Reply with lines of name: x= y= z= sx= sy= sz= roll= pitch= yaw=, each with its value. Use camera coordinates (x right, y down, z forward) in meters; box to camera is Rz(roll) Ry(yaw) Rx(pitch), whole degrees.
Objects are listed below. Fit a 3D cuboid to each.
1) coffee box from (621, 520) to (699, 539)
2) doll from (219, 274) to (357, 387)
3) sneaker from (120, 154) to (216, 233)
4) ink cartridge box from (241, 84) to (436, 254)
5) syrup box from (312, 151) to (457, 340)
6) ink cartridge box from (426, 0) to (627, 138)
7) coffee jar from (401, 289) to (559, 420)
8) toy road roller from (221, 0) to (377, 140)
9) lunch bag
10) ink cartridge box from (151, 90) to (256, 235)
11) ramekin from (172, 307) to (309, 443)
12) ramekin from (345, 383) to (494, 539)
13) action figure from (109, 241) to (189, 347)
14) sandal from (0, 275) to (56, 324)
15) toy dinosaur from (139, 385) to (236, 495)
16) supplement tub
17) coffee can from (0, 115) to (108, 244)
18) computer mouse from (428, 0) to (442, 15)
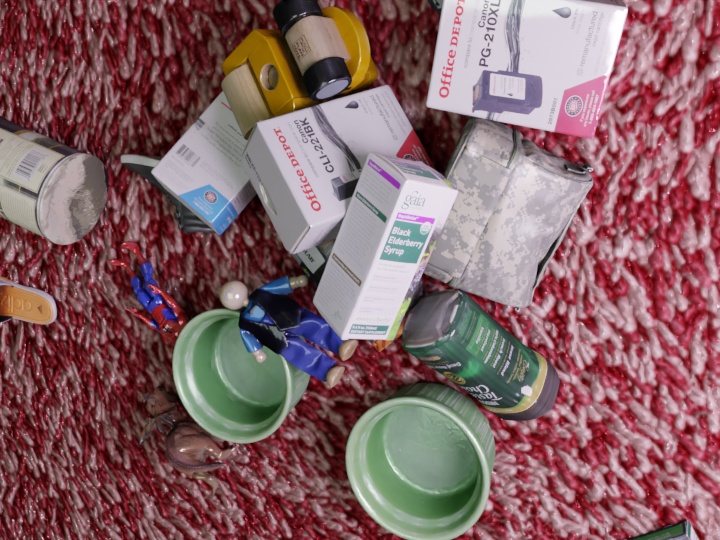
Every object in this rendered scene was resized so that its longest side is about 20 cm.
coffee box: x=0.415 y=0.436 z=0.972 sx=0.122 sy=0.044 sz=0.202 roll=-28 pitch=90 yaw=25
doll: x=-0.101 y=0.069 z=1.009 sx=0.198 sy=0.048 sz=0.138 roll=28 pitch=100 yaw=13
sneaker: x=-0.277 y=-0.111 z=1.121 sx=0.198 sy=0.071 sz=0.100 roll=17 pitch=103 yaw=14
ink cartridge box: x=-0.025 y=-0.127 z=0.929 sx=0.145 sy=0.198 sz=0.084 roll=61 pitch=152 yaw=11
syrup box: x=0.025 y=-0.025 z=0.861 sx=0.081 sy=0.078 sz=0.202 roll=46 pitch=121 yaw=44
ink cartridge box: x=0.184 y=-0.248 z=0.863 sx=0.197 sy=0.085 sz=0.146 roll=12 pitch=118 yaw=8
coffee jar: x=0.152 y=0.111 z=0.938 sx=0.199 sy=0.086 sz=0.104 roll=36 pitch=153 yaw=-23
toy road roller: x=-0.068 y=-0.252 z=0.971 sx=0.199 sy=0.145 sz=0.124 roll=-29 pitch=83 yaw=38
lunch bag: x=0.168 y=-0.065 z=0.912 sx=0.166 sy=0.140 sz=0.202 roll=25 pitch=113 yaw=2
ink cartridge box: x=-0.176 y=-0.165 z=1.044 sx=0.115 sy=0.067 sz=0.200 roll=39 pitch=81 yaw=10
ramekin: x=-0.170 y=0.143 z=1.120 sx=0.197 sy=0.098 sz=0.203 roll=5 pitch=104 yaw=21
ramekin: x=0.088 y=0.254 z=1.029 sx=0.197 sy=0.098 sz=0.203 roll=5 pitch=103 yaw=22
action figure: x=-0.323 y=0.048 z=1.170 sx=0.065 sy=0.052 sz=0.201 roll=-45 pitch=73 yaw=20
sandal: x=-0.624 y=0.055 z=1.309 sx=0.204 sy=0.059 sz=0.080 roll=7 pitch=104 yaw=21
toy dinosaur: x=-0.276 y=0.269 z=1.166 sx=0.135 sy=0.200 sz=0.086 roll=34 pitch=88 yaw=-29
supplement tub: x=0.000 y=0.000 z=1.004 sx=0.122 sy=0.122 sz=0.201 roll=-41 pitch=84 yaw=25
coffee can: x=-0.519 y=-0.143 z=1.174 sx=0.198 sy=0.146 sz=0.148 roll=23 pitch=109 yaw=16
computer mouse: x=0.175 y=-0.356 z=0.894 sx=0.197 sy=0.053 sz=0.140 roll=-10 pitch=110 yaw=18
